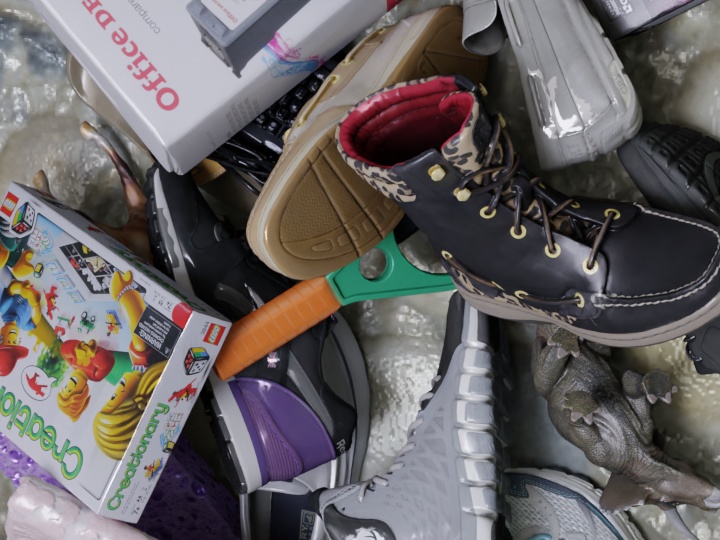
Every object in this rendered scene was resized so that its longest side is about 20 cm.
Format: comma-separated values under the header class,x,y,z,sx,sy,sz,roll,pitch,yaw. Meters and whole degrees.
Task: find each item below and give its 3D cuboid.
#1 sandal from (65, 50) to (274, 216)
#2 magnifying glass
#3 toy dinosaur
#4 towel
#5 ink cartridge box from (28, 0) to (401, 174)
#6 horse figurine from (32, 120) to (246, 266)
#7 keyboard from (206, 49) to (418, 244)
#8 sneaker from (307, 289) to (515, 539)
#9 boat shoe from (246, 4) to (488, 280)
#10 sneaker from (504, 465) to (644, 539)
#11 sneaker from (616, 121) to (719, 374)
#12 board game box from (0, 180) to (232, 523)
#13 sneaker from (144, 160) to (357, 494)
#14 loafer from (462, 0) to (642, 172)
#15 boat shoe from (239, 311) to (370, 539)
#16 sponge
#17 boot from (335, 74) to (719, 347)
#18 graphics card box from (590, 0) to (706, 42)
class,x,y,z,sx,sy,sz,roll,pitch,yaw
sandal,-0.101,-0.088,1.469,0.200,0.054,0.080,29,111,18
magnifying glass,0.000,0.000,1.392,0.200,0.022,0.080,-32,107,-11
toy dinosaur,0.125,0.063,1.375,0.200,0.077,0.102,55,160,22
towel,-0.119,0.188,1.439,0.200,0.191,0.032,27,73,-4
ink cartridge box,-0.073,-0.173,1.376,0.200,0.086,0.148,-40,82,-6
horse figurine,-0.164,0.007,1.518,0.133,0.050,0.200,40,113,9
keyboard,-0.040,-0.087,1.414,0.200,0.040,0.104,33,88,7
sneaker,0.026,0.104,1.392,0.115,0.075,0.200,-5,67,14
boat shoe,-0.005,-0.069,1.366,0.069,0.200,0.074,-1,130,47
sneaker,0.133,0.186,1.392,0.200,0.086,0.078,38,114,15
sneaker,0.199,0.008,1.337,0.200,0.076,0.091,52,123,11
board game box,-0.165,0.043,1.410,0.200,0.035,0.126,32,99,45
sneaker,-0.063,0.023,1.431,0.088,0.076,0.200,-19,85,-10
loafer,0.083,-0.146,1.340,0.070,0.070,0.200,-27,68,3
boat shoe,-0.037,0.117,1.472,0.074,0.065,0.200,1,101,26
sponge,-0.162,0.118,1.520,0.112,0.030,0.200,-30,104,27
boot,0.091,-0.033,1.278,0.200,0.151,0.073,9,62,48
graphics card box,0.196,-0.219,1.303,0.200,0.051,0.126,-25,90,29
